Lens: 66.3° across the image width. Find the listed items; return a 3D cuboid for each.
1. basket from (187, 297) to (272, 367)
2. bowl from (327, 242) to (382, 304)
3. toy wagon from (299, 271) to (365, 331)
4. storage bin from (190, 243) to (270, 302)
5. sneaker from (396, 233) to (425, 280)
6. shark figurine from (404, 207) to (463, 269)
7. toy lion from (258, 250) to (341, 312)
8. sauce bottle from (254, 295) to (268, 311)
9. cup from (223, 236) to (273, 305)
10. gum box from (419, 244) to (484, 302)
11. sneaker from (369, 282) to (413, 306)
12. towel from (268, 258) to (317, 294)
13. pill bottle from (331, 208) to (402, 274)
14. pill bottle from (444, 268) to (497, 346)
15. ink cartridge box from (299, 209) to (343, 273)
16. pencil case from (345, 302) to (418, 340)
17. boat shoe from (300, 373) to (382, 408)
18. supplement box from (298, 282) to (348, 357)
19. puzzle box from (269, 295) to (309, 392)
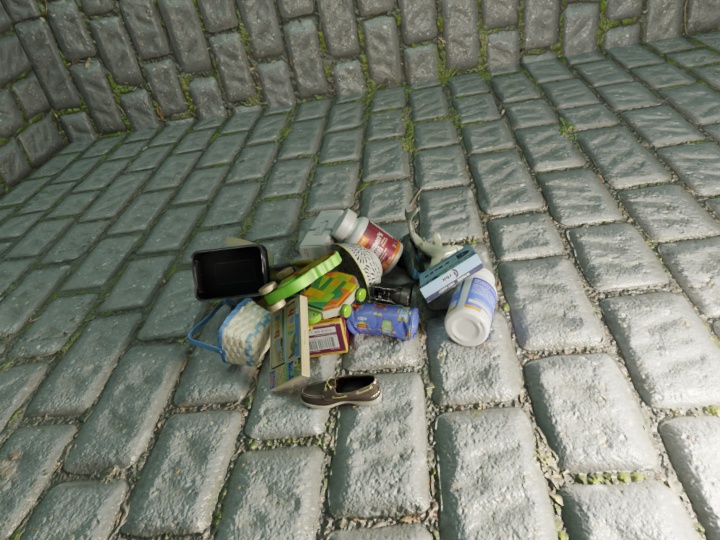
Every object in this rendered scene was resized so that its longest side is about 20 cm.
[{"bbox_3d":[-0.329,0.159,1.446,0.196,0.142,0.177,22,42,17],"label":"basket"},{"bbox_3d":[0.000,0.000,1.521,0.093,0.205,0.199,-28,36,-25],"label":"bowl"},{"bbox_3d":[-0.086,0.076,1.399,0.152,0.040,0.200,13,41,32],"label":"toy wagon"},{"bbox_3d":[-0.351,0.006,1.505,0.194,0.140,0.094,-7,2,-1],"label":"storage bin"},{"bbox_3d":[0.140,-0.026,1.652,0.081,0.074,0.202,-30,30,15],"label":"sneaker"},{"bbox_3d":[0.193,-0.084,1.675,0.129,0.213,0.089,-51,2,-8],"label":"shark figurine"},{"bbox_3d":[-0.140,0.014,1.399,0.188,0.070,0.200,-25,10,20],"label":"toy lion"},{"bbox_3d":[-0.230,0.136,1.528,0.064,0.066,0.199,-30,39,-25],"label":"sauce bottle"},{"bbox_3d":[-0.332,0.001,1.660,0.139,0.205,0.202,0,32,-9],"label":"cup"},{"bbox_3d":[0.235,0.003,1.459,0.168,0.045,0.200,-32,6,10],"label":"gum box"},{"bbox_3d":[0.083,0.059,1.452,0.101,0.062,0.200,9,3,8],"label":"sneaker"},{"bbox_3d":[-0.173,0.022,1.576,0.195,0.144,0.023,-6,53,25],"label":"towel"},{"bbox_3d":[0.019,-0.085,1.604,0.110,0.198,0.110,-52,14,19],"label":"pill bottle"},{"bbox_3d":[0.284,0.083,1.388,0.109,0.114,0.201,4,36,23],"label":"pill bottle"},{"bbox_3d":[-0.100,-0.069,1.674,0.080,0.149,0.202,-1,36,20],"label":"ink cartridge box"},{"bbox_3d":[0.055,0.132,1.423,0.194,0.090,0.078,3,11,20],"label":"pencil case"},{"bbox_3d":[-0.049,0.273,1.269,0.194,0.061,0.073,-4,35,13],"label":"boat shoe"},{"bbox_3d":[-0.099,0.122,1.466,0.127,0.105,0.202,-9,33,6],"label":"supplement box"},{"bbox_3d":[-0.175,0.178,1.341,0.132,0.025,0.205,-31,52,39],"label":"puzzle box"}]
